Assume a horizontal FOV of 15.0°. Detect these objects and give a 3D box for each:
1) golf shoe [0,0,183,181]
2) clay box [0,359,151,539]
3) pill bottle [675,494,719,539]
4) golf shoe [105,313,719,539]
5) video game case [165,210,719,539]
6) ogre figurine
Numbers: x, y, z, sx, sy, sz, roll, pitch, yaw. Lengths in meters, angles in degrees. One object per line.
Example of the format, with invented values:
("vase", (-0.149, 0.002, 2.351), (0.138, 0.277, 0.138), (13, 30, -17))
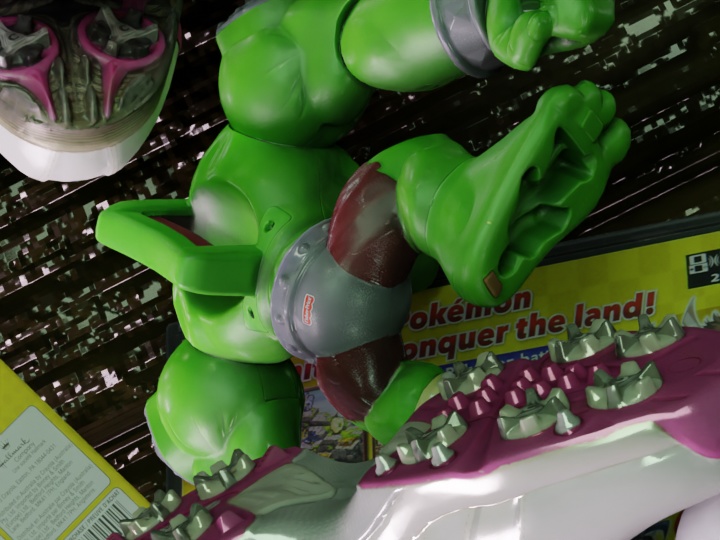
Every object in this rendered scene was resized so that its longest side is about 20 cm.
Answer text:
("golf shoe", (-0.096, -0.068, 0.794), (0.072, 0.092, 0.200), (-5, 30, -16))
("clay box", (-0.168, 0.045, 0.784), (0.200, 0.048, 0.115), (44, 70, 3))
("pill bottle", (0.139, 0.059, 0.644), (0.114, 0.114, 0.200), (23, 70, 21))
("golf shoe", (0.022, 0.074, 0.652), (0.200, 0.075, 0.092), (-23, 99, 34))
("video game case", (0.038, 0.084, 0.752), (0.199, 0.025, 0.181), (-12, 66, 23))
("ogre figurine", (0.000, 0.000, 0.726), (0.120, 0.201, 0.098), (22, 36, 37))
